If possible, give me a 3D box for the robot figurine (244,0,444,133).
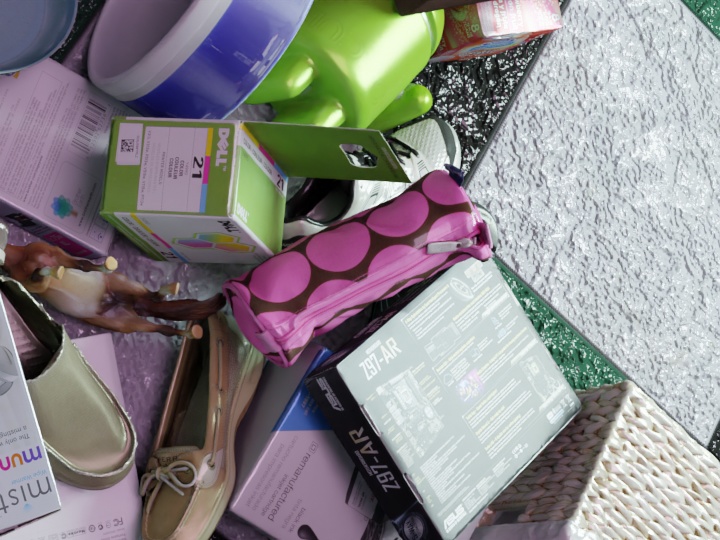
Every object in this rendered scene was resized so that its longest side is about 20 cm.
[{"bbox_3d":[-0.009,-0.185,1.523,0.200,0.115,0.176,-49,115,-30],"label":"robot figurine"}]

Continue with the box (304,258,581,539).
[{"bbox_3d":[0.068,0.095,1.441,0.200,0.043,0.161,-40,100,-41],"label":"box"}]

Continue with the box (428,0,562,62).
[{"bbox_3d":[0.093,-0.289,1.618,0.095,0.099,0.201,-11,88,-34],"label":"box"}]

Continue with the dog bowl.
[{"bbox_3d":[-0.116,-0.203,1.405,0.079,0.200,0.201,33,66,-27],"label":"dog bowl"}]

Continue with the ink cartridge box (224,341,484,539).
[{"bbox_3d":[-0.006,0.165,1.472,0.200,0.084,0.145,35,80,-25],"label":"ink cartridge box"}]

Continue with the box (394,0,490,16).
[{"bbox_3d":[0.118,-0.316,1.450,0.163,0.200,0.167,-15,85,-34],"label":"box"}]

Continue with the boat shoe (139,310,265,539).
[{"bbox_3d":[-0.129,0.123,1.410,0.063,0.073,0.202,43,54,-39],"label":"boat shoe"}]

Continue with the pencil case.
[{"bbox_3d":[0.000,0.000,1.402,0.199,0.094,0.091,-30,127,-7],"label":"pencil case"}]

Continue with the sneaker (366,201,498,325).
[{"bbox_3d":[0.045,0.032,1.556,0.075,0.079,0.201,32,86,-31],"label":"sneaker"}]

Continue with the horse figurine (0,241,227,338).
[{"bbox_3d":[-0.196,0.011,1.378,0.199,0.132,0.050,23,77,-40],"label":"horse figurine"}]

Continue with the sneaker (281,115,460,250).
[{"bbox_3d":[0.008,-0.070,1.514,0.200,0.075,0.088,-45,143,-26],"label":"sneaker"}]

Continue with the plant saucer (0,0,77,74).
[{"bbox_3d":[-0.300,-0.220,1.356,0.199,0.027,0.201,20,50,-26],"label":"plant saucer"}]

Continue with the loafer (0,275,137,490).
[{"bbox_3d":[-0.228,0.078,1.332,0.200,0.068,0.076,49,60,-18],"label":"loafer"}]

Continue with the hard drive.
[{"bbox_3d":[-0.227,0.156,1.378,0.131,0.026,0.201,-10,88,-34],"label":"hard drive"}]

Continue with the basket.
[{"bbox_3d":[0.198,0.217,1.549,0.200,0.198,0.161,41,60,-21],"label":"basket"}]

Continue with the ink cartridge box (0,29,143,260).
[{"bbox_3d":[-0.258,-0.104,1.391,0.199,0.042,0.120,30,66,-29],"label":"ink cartridge box"}]

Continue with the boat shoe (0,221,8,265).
[{"bbox_3d":[-0.331,-0.064,1.294,0.199,0.072,0.060,23,70,-4],"label":"boat shoe"}]

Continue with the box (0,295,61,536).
[{"bbox_3d":[-0.295,0.092,1.239,0.096,0.200,0.178,-17,93,-33],"label":"box"}]

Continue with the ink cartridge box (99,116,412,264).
[{"bbox_3d":[-0.074,-0.055,1.384,0.199,0.148,0.076,3,77,12],"label":"ink cartridge box"}]
